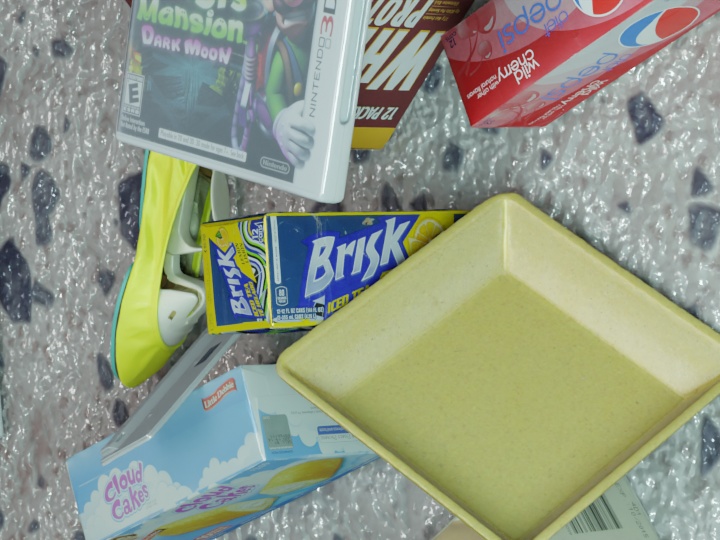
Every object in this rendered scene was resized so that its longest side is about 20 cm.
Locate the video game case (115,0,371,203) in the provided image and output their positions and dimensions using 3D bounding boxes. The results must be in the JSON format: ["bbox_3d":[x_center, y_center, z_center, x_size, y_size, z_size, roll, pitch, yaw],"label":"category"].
[{"bbox_3d":[-0.071,-0.150,1.613,0.200,0.023,0.183,18,103,45],"label":"video game case"}]

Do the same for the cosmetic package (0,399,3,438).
[{"bbox_3d":[-0.391,0.039,2.026,0.123,0.199,0.200,-9,84,49],"label":"cosmetic package"}]

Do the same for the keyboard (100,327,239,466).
[{"bbox_3d":[-0.104,0.059,1.742,0.056,0.200,0.011,-23,110,42],"label":"keyboard"}]

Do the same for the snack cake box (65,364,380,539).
[{"bbox_3d":[-0.089,0.123,1.765,0.200,0.115,0.067,-29,70,44],"label":"snack cake box"}]

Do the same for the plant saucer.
[{"bbox_3d":[0.087,0.068,1.530,0.200,0.200,0.049,36,148,30],"label":"plant saucer"}]

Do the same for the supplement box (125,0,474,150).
[{"bbox_3d":[-0.038,-0.214,1.690,0.200,0.132,0.198,54,126,31],"label":"supplement box"}]

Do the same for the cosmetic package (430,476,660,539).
[{"bbox_3d":[0.078,0.199,1.597,0.200,0.105,0.071,-49,57,37],"label":"cosmetic package"}]

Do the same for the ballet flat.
[{"bbox_3d":[-0.126,-0.009,1.846,0.067,0.067,0.201,15,100,24],"label":"ballet flat"}]

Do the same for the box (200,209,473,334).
[{"bbox_3d":[0.000,0.000,1.605,0.064,0.199,0.070,-7,86,47],"label":"box"}]

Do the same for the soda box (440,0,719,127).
[{"bbox_3d":[0.140,-0.153,1.546,0.200,0.070,0.064,-34,68,42],"label":"soda box"}]
